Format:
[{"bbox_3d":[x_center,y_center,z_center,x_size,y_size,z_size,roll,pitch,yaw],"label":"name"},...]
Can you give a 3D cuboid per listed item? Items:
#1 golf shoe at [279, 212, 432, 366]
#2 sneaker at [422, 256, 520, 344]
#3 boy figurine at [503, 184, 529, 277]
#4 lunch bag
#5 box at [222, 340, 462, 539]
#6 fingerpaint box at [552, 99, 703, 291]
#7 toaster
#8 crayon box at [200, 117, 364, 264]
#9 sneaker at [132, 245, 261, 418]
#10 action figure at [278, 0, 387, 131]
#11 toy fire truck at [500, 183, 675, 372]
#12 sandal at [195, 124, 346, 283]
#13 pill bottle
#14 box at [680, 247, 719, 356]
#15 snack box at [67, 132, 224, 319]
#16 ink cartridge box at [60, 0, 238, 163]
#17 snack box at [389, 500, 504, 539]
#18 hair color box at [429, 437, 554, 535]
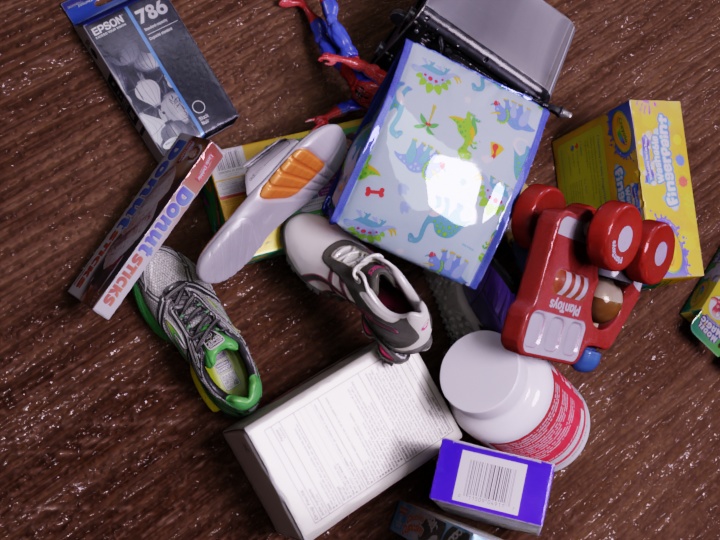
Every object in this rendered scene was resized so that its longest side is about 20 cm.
[{"bbox_3d":[0.000,0.000,0.982,0.077,0.088,0.200,-39,71,-24],"label":"golf shoe"},{"bbox_3d":[0.138,0.015,1.128,0.099,0.070,0.201,-18,93,-26],"label":"sneaker"},{"bbox_3d":[0.192,-0.062,1.147,0.124,0.064,0.201,10,58,-48],"label":"boy figurine"},{"bbox_3d":[0.076,-0.109,1.005,0.170,0.127,0.201,23,98,-11],"label":"lunch bag"},{"bbox_3d":[-0.020,0.168,1.017,0.200,0.109,0.128,-29,91,-22],"label":"box"},{"bbox_3d":[0.306,-0.076,1.149,0.073,0.167,0.201,-2,81,-20],"label":"fingerpaint box"},{"bbox_3d":[0.123,-0.231,1.098,0.200,0.181,0.119,31,67,-12],"label":"toaster"},{"bbox_3d":[-0.066,-0.085,1.071,0.199,0.058,0.119,-15,86,-22],"label":"crayon box"},{"bbox_3d":[-0.157,0.057,0.999,0.078,0.085,0.200,-37,93,-22],"label":"sneaker"},{"bbox_3d":[-0.040,-0.230,1.071,0.099,0.065,0.200,-24,72,-36],"label":"action figure"},{"bbox_3d":[0.220,0.014,0.987,0.200,0.112,0.169,16,92,-49],"label":"toy fire truck"},{"bbox_3d":[-0.101,-0.080,0.987,0.207,0.079,0.059,-46,64,-7],"label":"sandal"},{"bbox_3d":[0.161,0.137,1.037,0.200,0.112,0.113,41,63,-52],"label":"pill bottle"},{"bbox_3d":[0.493,0.034,1.263,0.117,0.048,0.200,42,67,-9],"label":"box"},{"bbox_3d":[-0.213,-0.047,0.986,0.024,0.072,0.200,40,78,-36],"label":"snack box"},{"bbox_3d":[-0.223,-0.223,1.049,0.099,0.039,0.200,-34,92,-21],"label":"ink cartridge box"},{"bbox_3d":[0.117,0.281,0.997,0.116,0.200,0.037,24,80,-14],"label":"snack box"},{"bbox_3d":[0.136,0.222,1.002,0.109,0.200,0.065,12,74,12],"label":"hair color box"}]
